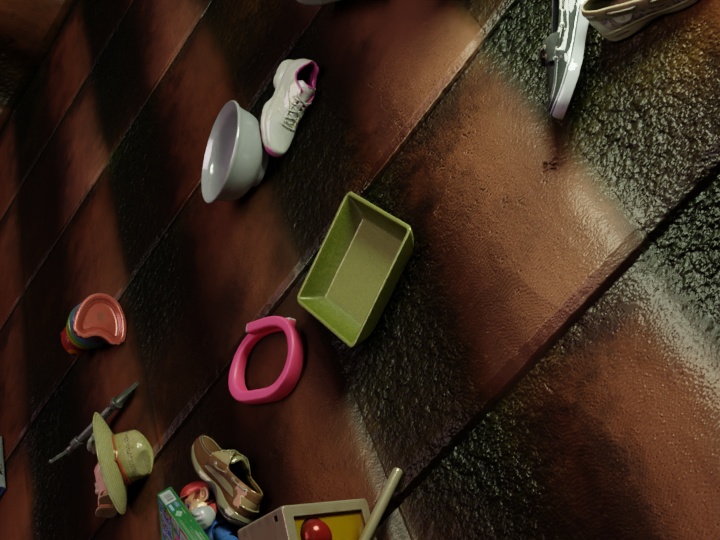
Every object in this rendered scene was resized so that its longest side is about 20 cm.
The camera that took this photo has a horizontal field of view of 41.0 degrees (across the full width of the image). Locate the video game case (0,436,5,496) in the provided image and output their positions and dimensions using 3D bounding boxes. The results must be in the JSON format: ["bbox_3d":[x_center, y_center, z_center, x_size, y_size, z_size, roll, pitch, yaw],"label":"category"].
[{"bbox_3d":[-0.985,0.560,2.493,0.201,0.045,0.182,-53,39,19],"label":"video game case"}]

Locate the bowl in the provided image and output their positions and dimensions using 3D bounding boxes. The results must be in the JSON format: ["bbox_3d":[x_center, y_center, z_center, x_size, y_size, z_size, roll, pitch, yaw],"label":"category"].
[{"bbox_3d":[-0.236,-0.221,1.879,0.201,0.089,0.204,-40,43,53],"label":"bowl"}]

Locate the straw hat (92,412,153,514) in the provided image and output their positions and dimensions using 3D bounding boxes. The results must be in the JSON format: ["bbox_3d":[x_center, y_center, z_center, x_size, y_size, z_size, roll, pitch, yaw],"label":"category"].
[{"bbox_3d":[-0.446,0.359,1.860,0.084,0.203,0.202,-17,44,-7],"label":"straw hat"}]

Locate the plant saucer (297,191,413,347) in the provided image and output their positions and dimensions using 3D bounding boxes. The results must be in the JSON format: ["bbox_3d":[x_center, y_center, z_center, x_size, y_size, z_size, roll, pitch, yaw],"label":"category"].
[{"bbox_3d":[0.000,0.000,1.507,0.199,0.047,0.202,34,100,53],"label":"plant saucer"}]

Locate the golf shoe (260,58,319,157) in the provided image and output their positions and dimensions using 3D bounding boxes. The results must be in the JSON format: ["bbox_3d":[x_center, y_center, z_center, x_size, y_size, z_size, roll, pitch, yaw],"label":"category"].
[{"bbox_3d":[-0.133,-0.315,1.828,0.091,0.075,0.204,-3,71,48],"label":"golf shoe"}]

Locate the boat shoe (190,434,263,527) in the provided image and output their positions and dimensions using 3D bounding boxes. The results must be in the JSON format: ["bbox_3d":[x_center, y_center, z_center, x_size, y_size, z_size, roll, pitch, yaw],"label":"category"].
[{"bbox_3d":[-0.214,0.337,1.595,0.074,0.075,0.200,-54,45,9],"label":"boat shoe"}]

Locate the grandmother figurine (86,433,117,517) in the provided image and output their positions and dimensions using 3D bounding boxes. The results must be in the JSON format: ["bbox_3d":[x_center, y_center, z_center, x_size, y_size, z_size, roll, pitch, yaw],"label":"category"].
[{"bbox_3d":[-0.524,0.408,1.968,0.122,0.060,0.201,-60,33,27],"label":"grandmother figurine"}]

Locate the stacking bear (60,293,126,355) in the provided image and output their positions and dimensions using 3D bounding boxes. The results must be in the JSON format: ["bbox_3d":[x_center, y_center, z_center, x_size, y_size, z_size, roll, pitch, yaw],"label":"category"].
[{"bbox_3d":[-0.627,0.136,2.207,0.199,0.120,0.116,-31,51,49],"label":"stacking bear"}]

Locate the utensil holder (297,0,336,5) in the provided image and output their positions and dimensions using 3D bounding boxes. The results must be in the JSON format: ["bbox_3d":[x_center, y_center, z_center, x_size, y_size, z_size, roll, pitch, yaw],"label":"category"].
[{"bbox_3d":[-0.044,-0.586,1.775,0.199,0.168,0.173,7,77,54],"label":"utensil holder"}]

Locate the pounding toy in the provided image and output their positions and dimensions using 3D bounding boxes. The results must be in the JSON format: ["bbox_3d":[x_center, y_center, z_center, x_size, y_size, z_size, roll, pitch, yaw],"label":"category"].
[{"bbox_3d":[-0.033,0.374,1.262,0.142,0.198,0.187,-34,62,37],"label":"pounding toy"}]

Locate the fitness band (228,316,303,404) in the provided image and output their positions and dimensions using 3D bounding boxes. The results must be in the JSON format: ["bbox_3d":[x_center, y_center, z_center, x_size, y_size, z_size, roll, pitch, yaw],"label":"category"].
[{"bbox_3d":[-0.163,0.154,1.648,0.199,0.037,0.146,-17,59,49],"label":"fitness band"}]

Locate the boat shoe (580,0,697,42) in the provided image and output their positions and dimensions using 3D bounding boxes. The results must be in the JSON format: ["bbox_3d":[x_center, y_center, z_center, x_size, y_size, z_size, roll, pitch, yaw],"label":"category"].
[{"bbox_3d":[0.371,-0.359,1.202,0.199,0.062,0.074,-33,48,38],"label":"boat shoe"}]

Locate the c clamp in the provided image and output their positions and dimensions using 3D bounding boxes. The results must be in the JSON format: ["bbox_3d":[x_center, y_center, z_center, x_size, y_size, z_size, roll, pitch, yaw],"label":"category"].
[{"bbox_3d":[-0.534,0.308,1.975,0.200,0.027,0.171,-45,1,8],"label":"c clamp"}]

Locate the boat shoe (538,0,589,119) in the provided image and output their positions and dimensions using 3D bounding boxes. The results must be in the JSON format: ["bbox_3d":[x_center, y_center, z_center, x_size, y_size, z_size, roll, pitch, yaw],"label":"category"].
[{"bbox_3d":[0.268,-0.296,1.288,0.069,0.056,0.203,90,-166,-70],"label":"boat shoe"}]

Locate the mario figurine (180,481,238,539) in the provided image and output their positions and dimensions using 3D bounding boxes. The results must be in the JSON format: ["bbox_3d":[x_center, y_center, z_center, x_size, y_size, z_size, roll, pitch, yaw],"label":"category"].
[{"bbox_3d":[-0.258,0.428,1.570,0.200,0.105,0.125,42,107,51],"label":"mario figurine"}]

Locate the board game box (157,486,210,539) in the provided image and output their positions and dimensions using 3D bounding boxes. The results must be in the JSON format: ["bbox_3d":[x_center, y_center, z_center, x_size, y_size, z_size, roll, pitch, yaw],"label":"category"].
[{"bbox_3d":[-0.256,0.455,1.510,0.200,0.029,0.136,41,140,36],"label":"board game box"}]
